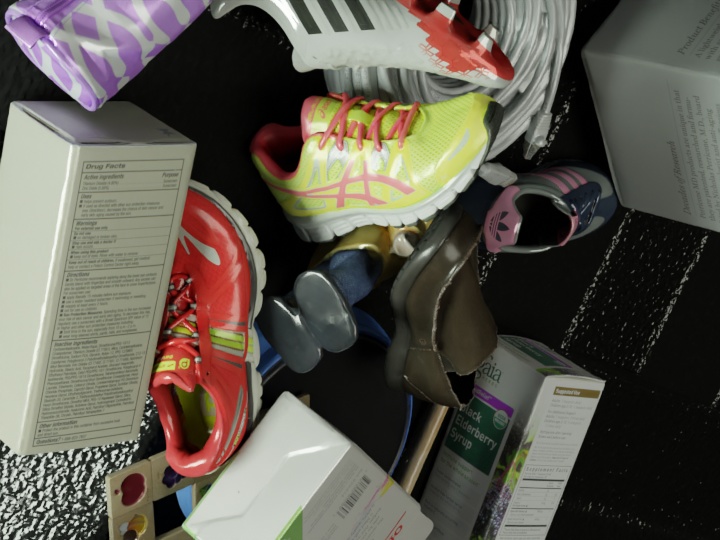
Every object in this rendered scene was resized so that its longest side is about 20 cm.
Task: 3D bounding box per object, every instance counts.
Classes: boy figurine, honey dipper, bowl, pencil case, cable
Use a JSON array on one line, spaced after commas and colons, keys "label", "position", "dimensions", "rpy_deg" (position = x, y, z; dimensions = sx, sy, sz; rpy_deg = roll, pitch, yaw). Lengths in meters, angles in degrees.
[{"label": "boy figurine", "position": [0.000, 0.000, 1.325], "dimensions": [0.065, 0.124, 0.200], "rpy_deg": [56, 32, -3]}, {"label": "honey dipper", "position": [0.046, 0.143, 1.501], "dimensions": [0.038, 0.038, 0.202], "rpy_deg": [21, 93, -47]}, {"label": "bowl", "position": [-0.043, 0.120, 1.398], "dimensions": [0.199, 0.039, 0.202], "rpy_deg": [-22, 126, -34]}, {"label": "pencil case", "position": [-0.117, -0.186, 1.120], "dimensions": [0.200, 0.084, 0.086], "rpy_deg": [-50, 169, -11]}, {"label": "cable", "position": [0.064, -0.167, 1.316], "dimensions": [0.199, 0.069, 0.202], "rpy_deg": [9, 106, -44]}]

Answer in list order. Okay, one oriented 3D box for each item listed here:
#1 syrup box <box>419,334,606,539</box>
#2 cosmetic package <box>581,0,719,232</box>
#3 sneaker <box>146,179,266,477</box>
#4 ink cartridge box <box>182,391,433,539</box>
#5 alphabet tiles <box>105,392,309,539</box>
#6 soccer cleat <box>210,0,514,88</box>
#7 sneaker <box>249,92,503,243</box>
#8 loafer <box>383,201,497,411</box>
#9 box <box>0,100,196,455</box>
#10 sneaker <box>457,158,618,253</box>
[{"label": "syrup box", "position": [0.111, 0.159, 1.535], "dimensions": [0.081, 0.079, 0.202], "rpy_deg": [7, 108, -44]}, {"label": "cosmetic package", "position": [0.301, -0.136, 1.441], "dimensions": [0.165, 0.199, 0.166], "rpy_deg": [-48, 137, -28]}, {"label": "sneaker", "position": [-0.104, 0.040, 1.226], "dimensions": [0.085, 0.076, 0.202], "rpy_deg": [-50, 137, -58]}, {"label": "ink cartridge box", "position": [-0.030, 0.176, 1.334], "dimensions": [0.117, 0.067, 0.200], "rpy_deg": [-52, 151, -7]}, {"label": "alphabet tiles", "position": [-0.103, 0.197, 1.352], "dimensions": [0.166, 0.008, 0.202], "rpy_deg": [-21, 126, -34]}, {"label": "soccer cleat", "position": [0.000, -0.152, 1.203], "dimensions": [0.086, 0.199, 0.069], "rpy_deg": [-62, -177, 19]}, {"label": "sneaker", "position": [0.003, -0.078, 1.233], "dimensions": [0.090, 0.199, 0.079], "rpy_deg": [47, 47, -25]}, {"label": "loafer", "position": [0.064, 0.027, 1.291], "dimensions": [0.073, 0.071, 0.201], "rpy_deg": [-56, 166, -27]}, {"label": "box", "position": [-0.173, 0.003, 1.180], "dimensions": [0.094, 0.078, 0.202], "rpy_deg": [-2, 114, -42]}, {"label": "sneaker", "position": [0.143, -0.039, 1.450], "dimensions": [0.199, 0.082, 0.071], "rpy_deg": [-8, 116, -44]}]
